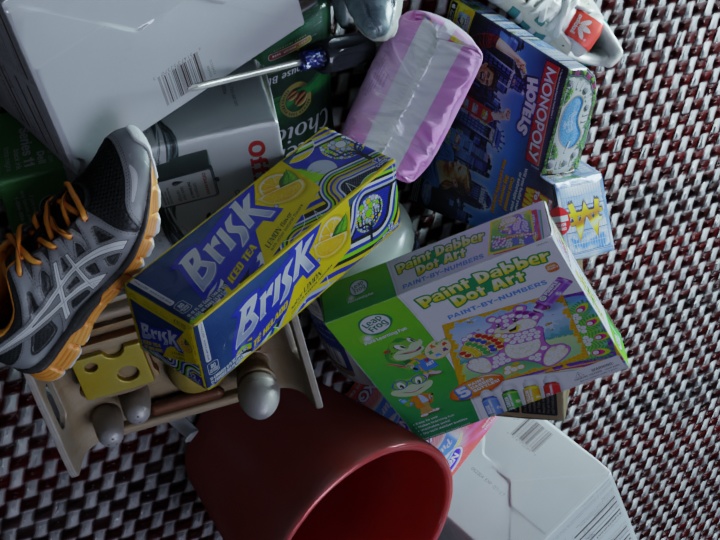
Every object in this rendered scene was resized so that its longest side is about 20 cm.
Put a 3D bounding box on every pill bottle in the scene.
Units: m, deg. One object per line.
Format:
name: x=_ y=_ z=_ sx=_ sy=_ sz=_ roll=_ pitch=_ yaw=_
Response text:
pill bottle: x=0.000 y=0.000 z=1.483 sx=0.111 sy=0.111 sz=0.200 roll=-40 pitch=141 yaw=-15

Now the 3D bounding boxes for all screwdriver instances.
screwdriver: x=-0.051 y=-0.143 z=1.227 sx=0.200 sy=0.029 sz=0.028 roll=-27 pitch=133 yaw=-53

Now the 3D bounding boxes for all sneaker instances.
sneaker: x=0.161 y=-0.232 z=1.478 sx=0.070 sy=0.093 sz=0.200 roll=-54 pitch=142 yaw=2
sneaker: x=-0.198 y=-0.011 z=1.150 sx=0.077 sy=0.078 sz=0.200 roll=16 pitch=115 yaw=-36

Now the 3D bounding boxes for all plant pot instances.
plant pot: x=-0.050 y=0.188 z=1.525 sx=0.200 sy=0.177 sz=0.201 roll=-26 pitch=136 yaw=-29

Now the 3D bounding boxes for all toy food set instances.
toy food set: x=-0.137 y=0.078 z=1.276 sx=0.200 sy=0.060 sz=0.144 roll=-17 pitch=135 yaw=-3

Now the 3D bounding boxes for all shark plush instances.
shark plush: x=0.001 y=-0.262 z=1.237 sx=0.083 sy=0.091 sz=0.200 roll=-14 pitch=99 yaw=-66

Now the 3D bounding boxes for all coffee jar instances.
coffee jar: x=-0.069 y=-0.127 z=1.334 sx=0.104 sy=0.085 sz=0.200 roll=-31 pitch=138 yaw=-26

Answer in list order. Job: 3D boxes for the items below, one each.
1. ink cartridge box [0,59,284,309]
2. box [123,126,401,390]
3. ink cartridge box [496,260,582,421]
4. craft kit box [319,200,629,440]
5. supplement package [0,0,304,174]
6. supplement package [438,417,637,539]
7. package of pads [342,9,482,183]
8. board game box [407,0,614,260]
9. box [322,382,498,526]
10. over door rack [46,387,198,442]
ink cartridge box: x=-0.151 y=-0.055 z=1.251 sx=0.200 sy=0.083 sz=0.147 roll=-14 pitch=132 yaw=-6
box: x=-0.063 y=-0.012 z=1.177 sx=0.200 sy=0.070 sz=0.064 roll=-41 pitch=143 yaw=-30
ink cartridge box: x=0.160 y=0.012 z=1.598 sx=0.200 sy=0.075 sz=0.165 roll=-76 pitch=164 yaw=-46
craft kit box: x=0.098 y=0.047 z=1.436 sx=0.200 sy=0.049 sz=0.198 roll=-22 pitch=135 yaw=15
supplement package: x=-0.161 y=-0.194 z=1.166 sx=0.200 sy=0.111 sz=0.156 roll=-36 pitch=140 yaw=-18
supplement package: x=0.163 y=0.251 z=1.779 sx=0.147 sy=0.191 sz=0.200 roll=-42 pitch=141 yaw=-12
package of pads: x=0.041 y=-0.142 z=1.363 sx=0.121 sy=0.076 sz=0.200 roll=-60 pitch=-178 yaw=9
board game box: x=0.141 y=-0.104 z=1.472 sx=0.062 sy=0.200 sz=0.200 roll=-14 pitch=129 yaw=-37
box: x=0.041 y=0.155 z=1.658 sx=0.200 sy=0.095 sz=0.103 roll=-51 pitch=143 yaw=-1
over door rack: x=-0.161 y=0.062 z=1.405 sx=0.148 sy=0.067 sz=0.200 roll=-51 pitch=156 yaw=9
